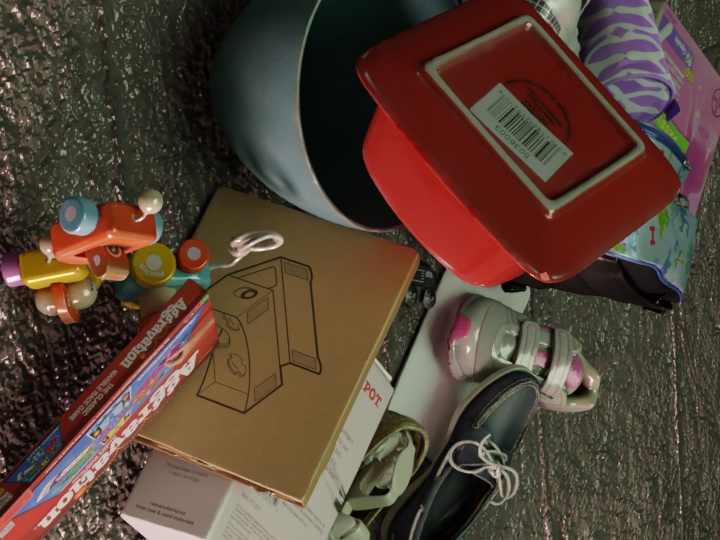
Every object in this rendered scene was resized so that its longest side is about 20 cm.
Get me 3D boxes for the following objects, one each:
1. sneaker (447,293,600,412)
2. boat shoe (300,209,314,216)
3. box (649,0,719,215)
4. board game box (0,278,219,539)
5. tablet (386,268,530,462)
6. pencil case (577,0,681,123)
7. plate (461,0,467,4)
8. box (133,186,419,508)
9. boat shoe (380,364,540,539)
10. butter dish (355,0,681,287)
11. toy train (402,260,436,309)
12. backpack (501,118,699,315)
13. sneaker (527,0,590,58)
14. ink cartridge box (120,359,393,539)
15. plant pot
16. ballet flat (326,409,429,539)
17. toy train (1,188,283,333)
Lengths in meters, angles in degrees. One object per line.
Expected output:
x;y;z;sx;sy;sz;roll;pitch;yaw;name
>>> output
0.152;0.076;1.471;0.200;0.088;0.082;25;76;-50;sneaker
0.029;-0.099;1.325;0.200;0.066;0.070;-46;130;-38;boat shoe
0.260;-0.131;1.589;0.176;0.096;0.201;39;66;-47;box
-0.167;0.099;1.071;0.200;0.019;0.103;-48;167;-16;board game box
0.091;0.072;1.476;0.130;0.014;0.200;46;60;-45;tablet
0.232;-0.226;1.492;0.085;0.084;0.201;12;57;-27;pencil case
0.092;-0.159;1.352;0.200;0.032;0.201;83;18;-70;plate
-0.071;0.049;1.155;0.021;0.163;0.200;74;39;-63;box
0.093;0.171;1.403;0.075;0.062;0.200;42;86;-28;boat shoe
0.085;-0.068;1.136;0.200;0.148;0.199;50;44;9;butter dish
0.000;0.000;1.333;0.200;0.034;0.046;10;84;-52;toy train
0.184;-0.055;1.379;0.200;0.182;0.148;25;74;-68;backpack
0.146;-0.190;1.418;0.081;0.076;0.200;-60;166;-23;sneaker
-0.071;0.130;1.216;0.200;0.084;0.146;-65;145;-23;ink cartridge box
-0.030;-0.134;1.191;0.200;0.134;0.201;-12;106;-50;plant pot
-0.008;0.192;1.329;0.200;0.071;0.071;-52;132;-33;ballet flat
-0.142;0.002;1.062;0.200;0.150;0.056;12;66;-56;toy train
